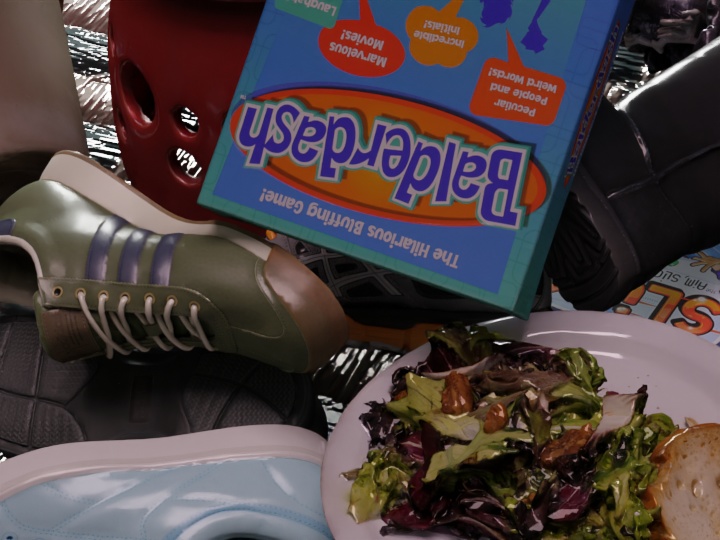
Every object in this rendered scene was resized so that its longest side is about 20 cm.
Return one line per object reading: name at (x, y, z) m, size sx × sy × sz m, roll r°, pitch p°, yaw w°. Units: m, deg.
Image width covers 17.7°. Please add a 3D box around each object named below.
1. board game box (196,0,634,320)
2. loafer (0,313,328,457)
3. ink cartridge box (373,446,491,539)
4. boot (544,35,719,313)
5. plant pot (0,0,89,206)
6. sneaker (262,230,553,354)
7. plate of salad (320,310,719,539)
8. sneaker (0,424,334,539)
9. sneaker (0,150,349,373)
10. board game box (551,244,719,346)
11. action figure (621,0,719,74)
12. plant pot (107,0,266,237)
board game box at (0.033, -0.097, 1.009) m, size 0.151 × 0.045 × 0.201 m, roll 18°, pitch 89°, yaw 14°
loafer at (-0.112, 0.068, 1.095) m, size 0.199 × 0.063 × 0.072 m, roll 5°, pitch 68°, yaw 19°
ink cartridge box at (0.051, 0.133, 0.979) m, size 0.116 × 0.068 × 0.200 m, roll -4°, pitch 40°, yaw 3°
boot at (0.141, -0.087, 1.108) m, size 0.200 × 0.165 × 0.066 m, roll -27°, pitch 0°, yaw -35°
plant pot at (-0.224, -0.084, 1.199) m, size 0.199 × 0.200 × 0.174 m, roll -21°, pitch 60°, yaw -18°
sneaker at (0.000, 0.000, 1.113) m, size 0.199 × 0.078 × 0.078 m, roll 6°, pitch -1°, yaw 12°
plate of salad at (0.081, 0.073, 0.953) m, size 0.199 × 0.048 × 0.200 m, roll -5°, pitch 38°, yaw 4°
sneaker at (-0.103, 0.123, 1.007) m, size 0.199 × 0.074 × 0.082 m, roll -13°, pitch 44°, yaw -2°
sneaker at (-0.104, 0.016, 1.046) m, size 0.200 × 0.067 × 0.090 m, roll 26°, pitch 55°, yaw 37°
board game box at (0.118, -0.010, 1.164) m, size 0.199 × 0.035 × 0.135 m, roll 21°, pitch 47°, yaw 28°
action figure at (0.138, -0.119, 1.236) m, size 0.200 × 0.103 × 0.119 m, roll 18°, pitch -7°, yaw -43°
plant pot at (-0.039, -0.140, 1.228) m, size 0.199 × 0.183 × 0.201 m, roll -2°, pitch 39°, yaw 1°
